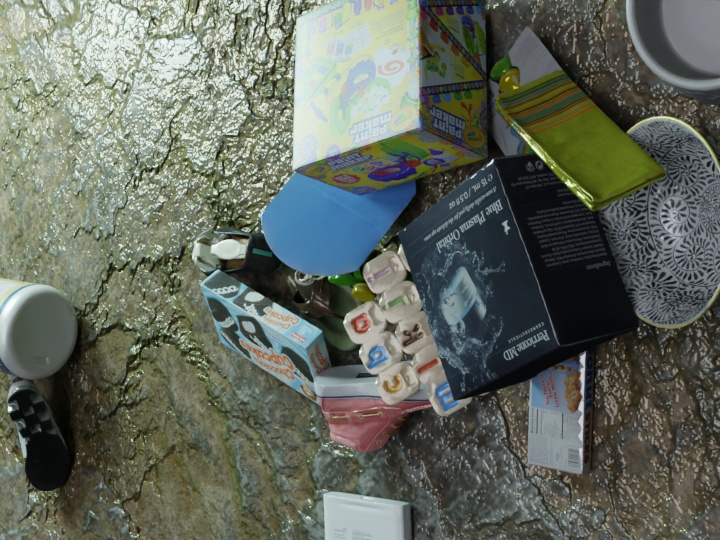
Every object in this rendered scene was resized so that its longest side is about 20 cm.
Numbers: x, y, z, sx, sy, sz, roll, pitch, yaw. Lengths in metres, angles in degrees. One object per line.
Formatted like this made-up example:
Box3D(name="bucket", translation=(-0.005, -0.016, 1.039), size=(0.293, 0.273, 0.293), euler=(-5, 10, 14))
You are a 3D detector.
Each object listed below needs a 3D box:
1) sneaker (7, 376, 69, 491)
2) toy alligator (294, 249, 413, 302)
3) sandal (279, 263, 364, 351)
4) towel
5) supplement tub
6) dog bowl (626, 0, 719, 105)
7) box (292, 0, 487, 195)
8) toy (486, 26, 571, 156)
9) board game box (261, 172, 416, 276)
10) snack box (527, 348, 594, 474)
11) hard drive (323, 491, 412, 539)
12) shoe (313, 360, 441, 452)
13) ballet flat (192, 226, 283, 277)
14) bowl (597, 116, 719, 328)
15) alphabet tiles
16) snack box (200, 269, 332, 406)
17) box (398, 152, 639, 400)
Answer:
Box3D(name="sneaker", translation=(-0.513, 0.254, 1.928), size=(0.089, 0.073, 0.203), euler=(-127, 27, -61))
Box3D(name="toy alligator", translation=(0.000, 0.000, 1.467), size=(0.197, 0.054, 0.060), euler=(3, 60, 23))
Box3D(name="sandal", translation=(-0.061, 0.030, 1.546), size=(0.201, 0.057, 0.080), euler=(47, 120, 27))
Box3D(name="towel", translation=(0.214, -0.135, 1.205), size=(0.201, 0.085, 0.018), euler=(57, 170, 45))
Box3D(name="supplement tub", translation=(-0.558, 0.087, 1.903), size=(0.198, 0.144, 0.147), euler=(6, 97, 39))
Box3D(name="dog bowl", translation=(0.351, -0.265, 1.185), size=(0.198, 0.058, 0.204), euler=(5, 97, 39))
Box3D(name="box", translation=(0.031, -0.211, 1.377), size=(0.198, 0.121, 0.196), euler=(-12, 70, 42))
Box3D(name="toy", translation=(0.210, -0.154, 1.317), size=(0.116, 0.047, 0.201), euler=(-52, 58, 34))
Box3D(name="board game box", translation=(-0.021, -0.075, 1.483), size=(0.157, 0.039, 0.201), euler=(31, 76, 28))
Box3D(name="snack box", translation=(0.223, 0.120, 1.341), size=(0.071, 0.024, 0.204), euler=(6, 97, 40))
Box3D(name="hard drive", translation=(0.011, 0.391, 1.537), size=(0.130, 0.026, 0.204), euler=(0, 93, 39))
Box3D(name="shoe", translation=(0.039, 0.167, 1.475), size=(0.197, 0.071, 0.092), euler=(-4, 112, 29))
Box3D(name="ballet flat", translation=(-0.180, -0.028, 1.611), size=(0.198, 0.068, 0.069), euler=(-4, 78, 50))
Box3D(name="bowl", translation=(0.328, -0.049, 1.180), size=(0.200, 0.093, 0.205), euler=(176, 90, -65))
Box3D(name="alphabet tiles", translation=(0.087, 0.060, 1.399), size=(0.194, 0.015, 0.202), euler=(-30, 79, 6))
Box3D(name="snack box", translation=(-0.119, 0.087, 1.574), size=(0.198, 0.037, 0.117), euler=(28, 147, 35))
Box3D(name="box", translation=(0.159, 0.006, 1.270), size=(0.196, 0.116, 0.203), euler=(-37, 68, 54))
